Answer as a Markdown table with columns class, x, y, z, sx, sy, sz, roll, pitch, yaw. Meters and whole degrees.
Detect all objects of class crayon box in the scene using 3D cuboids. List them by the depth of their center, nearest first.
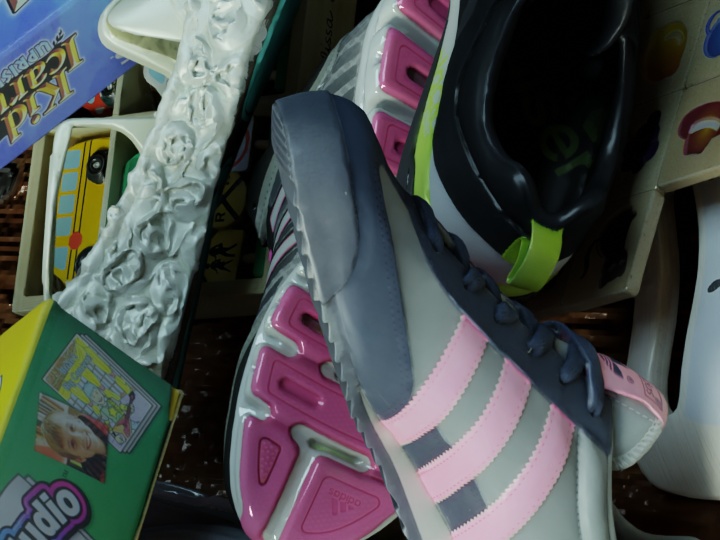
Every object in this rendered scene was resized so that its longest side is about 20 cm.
| class | x | y | z | sx | sy | sz | roll | pitch | yaw |
| --- | --- | --- | --- | --- | --- | --- | --- | --- | --- |
| crayon box | -0.142 | 0.128 | 0.799 | 0.172 | 0.058 | 0.201 | -36 | 25 | 35 |

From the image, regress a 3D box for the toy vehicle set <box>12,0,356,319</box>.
| class | x | y | z | sx | sy | sz | roll | pitch | yaw |
| --- | --- | --- | --- | --- | --- | --- | --- | --- | --- |
| toy vehicle set | -0.058 | -0.082 | 0.980 | 0.124 | 0.026 | 0.202 | -6 | 72 | 38 |

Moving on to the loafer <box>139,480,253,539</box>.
| class | x | y | z | sx | sy | sz | roll | pitch | yaw |
| --- | --- | --- | --- | --- | --- | --- | --- | --- | --- |
| loafer | -0.082 | 0.100 | 0.907 | 0.199 | 0.063 | 0.072 | 4 | 105 | 39 |

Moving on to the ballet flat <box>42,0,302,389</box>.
| class | x | y | z | sx | sy | sz | roll | pitch | yaw |
| --- | --- | --- | --- | --- | --- | --- | --- | --- | --- |
| ballet flat | -0.063 | -0.050 | 0.900 | 0.071 | 0.072 | 0.201 | 15 | 86 | 40 |

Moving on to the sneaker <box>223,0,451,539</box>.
| class | x | y | z | sx | sy | sz | roll | pitch | yaw |
| --- | --- | --- | --- | --- | --- | --- | --- | --- | --- |
| sneaker | 0.000 | 0.000 | 0.874 | 0.087 | 0.073 | 0.201 | -31 | 40 | 62 |

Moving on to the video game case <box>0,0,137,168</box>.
| class | x | y | z | sx | sy | sz | roll | pitch | yaw |
| --- | --- | --- | --- | --- | --- | --- | --- | --- | --- |
| video game case | -0.165 | -0.104 | 0.976 | 0.200 | 0.046 | 0.181 | -38 | 52 | -8 |

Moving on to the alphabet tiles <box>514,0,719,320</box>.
| class | x | y | z | sx | sy | sz | roll | pitch | yaw |
| --- | --- | --- | --- | --- | --- | --- | --- | --- | --- |
| alphabet tiles | 0.082 | -0.074 | 0.877 | 0.166 | 0.006 | 0.201 | -18 | 49 | 57 |

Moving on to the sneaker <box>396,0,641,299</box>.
| class | x | y | z | sx | sy | sz | roll | pitch | yaw |
| --- | --- | --- | --- | --- | --- | --- | --- | --- | --- |
| sneaker | 0.064 | -0.084 | 0.828 | 0.083 | 0.071 | 0.202 | 149 | 132 | -63 |

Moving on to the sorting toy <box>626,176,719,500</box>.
| class | x | y | z | sx | sy | sz | roll | pitch | yaw |
| --- | --- | --- | --- | --- | --- | --- | --- | --- | --- |
| sorting toy | 0.145 | -0.017 | 0.800 | 0.180 | 0.106 | 0.201 | -29 | 47 | 43 |

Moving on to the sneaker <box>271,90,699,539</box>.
| class | x | y | z | sx | sy | sz | roll | pitch | yaw |
| --- | --- | --- | --- | --- | --- | --- | --- | --- | --- |
| sneaker | 0.038 | 0.027 | 0.773 | 0.081 | 0.201 | 0.070 | -20 | 32 | 6 |
